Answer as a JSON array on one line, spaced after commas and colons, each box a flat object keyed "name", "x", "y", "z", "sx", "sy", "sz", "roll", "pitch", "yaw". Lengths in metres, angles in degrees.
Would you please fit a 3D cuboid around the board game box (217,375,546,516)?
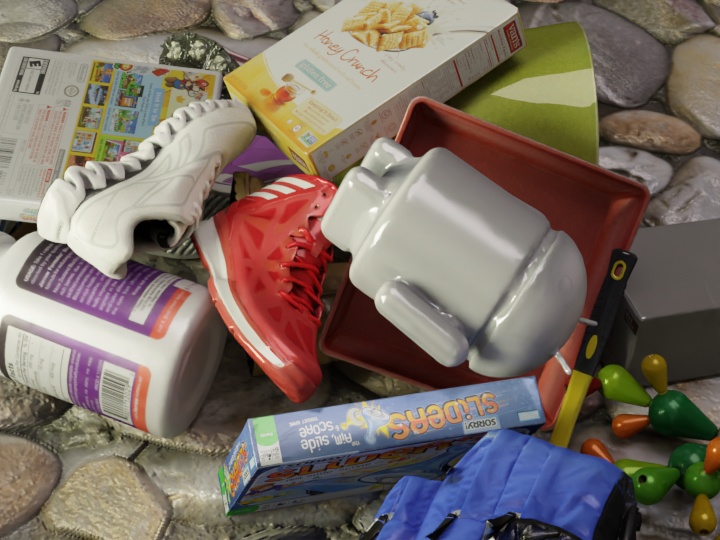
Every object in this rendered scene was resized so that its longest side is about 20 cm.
[{"name": "board game box", "x": 0.011, "y": 0.120, "z": 1.048, "sx": 0.198, "sy": 0.136, "sz": 0.035, "roll": -7, "pitch": 70, "yaw": -16}]

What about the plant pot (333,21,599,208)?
[{"name": "plant pot", "x": 0.077, "y": -0.103, "z": 1.249, "sx": 0.197, "sy": 0.189, "sz": 0.188, "roll": -2, "pitch": 42, "yaw": -3}]

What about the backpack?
[{"name": "backpack", "x": 0.083, "y": 0.194, "z": 0.958, "sx": 0.166, "sy": 0.164, "sz": 0.200, "roll": 21, "pitch": 43, "yaw": 18}]

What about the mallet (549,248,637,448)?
[{"name": "mallet", "x": 0.149, "y": 0.079, "z": 1.116, "sx": 0.065, "sy": 0.041, "sz": 0.202, "roll": 12, "pitch": 81, "yaw": 15}]

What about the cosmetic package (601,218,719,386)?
[{"name": "cosmetic package", "x": 0.281, "y": 0.021, "z": 1.252, "sx": 0.198, "sy": 0.091, "sz": 0.107, "roll": -8, "pitch": 44, "yaw": -15}]

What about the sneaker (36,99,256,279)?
[{"name": "sneaker", "x": -0.139, "y": -0.058, "z": 1.125, "sx": 0.081, "sy": 0.076, "sz": 0.200, "roll": 38, "pitch": 49, "yaw": 18}]

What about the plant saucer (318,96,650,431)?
[{"name": "plant saucer", "x": 0.090, "y": -0.005, "z": 1.153, "sx": 0.198, "sy": 0.202, "sz": 0.037, "roll": 20, "pitch": 8, "yaw": -13}]

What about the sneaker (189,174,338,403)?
[{"name": "sneaker", "x": -0.045, "y": -0.004, "z": 1.083, "sx": 0.115, "sy": 0.078, "sz": 0.201, "roll": -36, "pitch": 45, "yaw": 3}]

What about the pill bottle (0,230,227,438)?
[{"name": "pill bottle", "x": -0.205, "y": 0.037, "z": 1.120, "sx": 0.198, "sy": 0.112, "sz": 0.112, "roll": 20, "pitch": 42, "yaw": 11}]

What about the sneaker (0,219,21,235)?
[{"name": "sneaker", "x": -0.315, "y": -0.039, "z": 1.211, "sx": 0.075, "sy": 0.078, "sz": 0.201, "roll": 12, "pitch": 42, "yaw": 1}]

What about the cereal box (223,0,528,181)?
[{"name": "cereal box", "x": 0.010, "y": -0.161, "z": 1.190, "sx": 0.199, "sy": 0.040, "sz": 0.144, "roll": -36, "pitch": 42, "yaw": -12}]

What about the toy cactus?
[{"name": "toy cactus", "x": 0.257, "y": 0.128, "z": 1.131, "sx": 0.164, "sy": 0.103, "sz": 0.200, "roll": -10, "pitch": 35, "yaw": -35}]

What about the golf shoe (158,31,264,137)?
[{"name": "golf shoe", "x": -0.102, "y": -0.156, "z": 1.404, "sx": 0.199, "sy": 0.078, "sz": 0.088, "roll": 26, "pitch": 12, "yaw": 30}]

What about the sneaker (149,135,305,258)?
[{"name": "sneaker", "x": -0.126, "y": -0.068, "z": 1.296, "sx": 0.198, "sy": 0.073, "sz": 0.115, "roll": 1, "pitch": 33, "yaw": -18}]

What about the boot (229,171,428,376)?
[{"name": "boot", "x": 0.000, "y": 0.000, "z": 1.218, "sx": 0.197, "sy": 0.066, "sz": 0.177, "roll": -5, "pitch": 71, "yaw": -14}]

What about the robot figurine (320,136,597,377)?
[{"name": "robot figurine", "x": 0.072, "y": -0.005, "z": 1.057, "sx": 0.199, "sy": 0.113, "sz": 0.170, "roll": 35, "pitch": 48, "yaw": 4}]

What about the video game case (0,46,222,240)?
[{"name": "video game case", "x": -0.207, "y": -0.104, "z": 1.230, "sx": 0.180, "sy": 0.023, "sz": 0.201, "roll": 6, "pitch": 41, "yaw": -4}]
